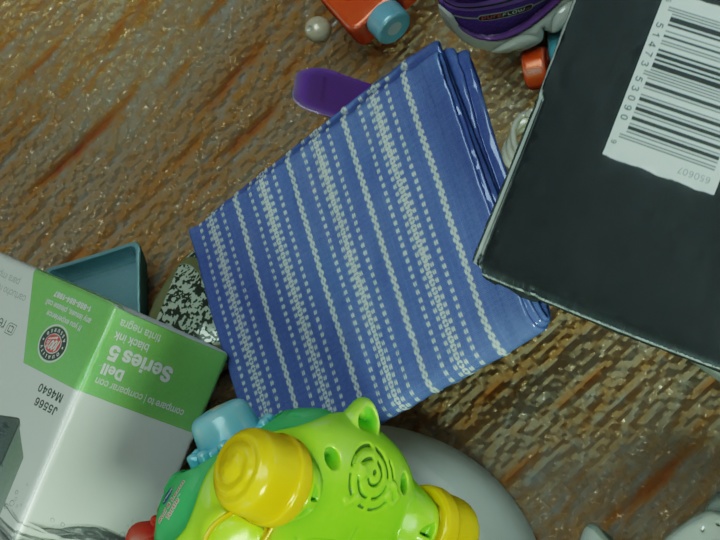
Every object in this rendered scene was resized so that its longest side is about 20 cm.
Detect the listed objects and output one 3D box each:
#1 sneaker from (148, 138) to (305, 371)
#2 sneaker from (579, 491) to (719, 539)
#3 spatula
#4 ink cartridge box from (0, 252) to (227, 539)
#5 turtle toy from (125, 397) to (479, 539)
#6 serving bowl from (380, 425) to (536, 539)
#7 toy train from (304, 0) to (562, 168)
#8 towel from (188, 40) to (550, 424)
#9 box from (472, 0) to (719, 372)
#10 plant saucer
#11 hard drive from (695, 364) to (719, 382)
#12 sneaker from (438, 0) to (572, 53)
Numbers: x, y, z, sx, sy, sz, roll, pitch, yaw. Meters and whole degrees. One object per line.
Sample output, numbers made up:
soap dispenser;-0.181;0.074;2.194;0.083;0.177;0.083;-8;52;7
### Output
sneaker;-0.045;-0.028;0.950;0.200;0.089;0.077;-43;64;0
sneaker;0.190;0.144;0.822;0.199;0.074;0.089;-3;72;16
spatula;0.054;-0.049;0.904;0.021;0.200;0.057;-51;17;24
ink cartridge box;-0.175;0.104;0.912;0.145;0.084;0.201;19;84;46
turtle toy;-0.051;0.139;0.803;0.101;0.146;0.200;39;101;47
serving bowl;-0.009;0.167;0.882;0.199;0.066;0.201;-5;70;15
toy train;0.071;-0.134;0.975;0.150;0.056;0.200;-45;61;-1
towel;0.000;0.000;0.846;0.200;0.024;0.145;-33;67;40
box;0.171;-0.060;0.754;0.124;0.196;0.201;23;95;30
plant saucer;-0.141;0.087;0.972;0.070;0.019;0.201;-15;65;29
hard drive;0.266;0.039;0.862;0.200;0.027;0.132;37;85;25
sneaker;0.116;-0.194;0.896;0.200;0.083;0.081;-48;63;3
